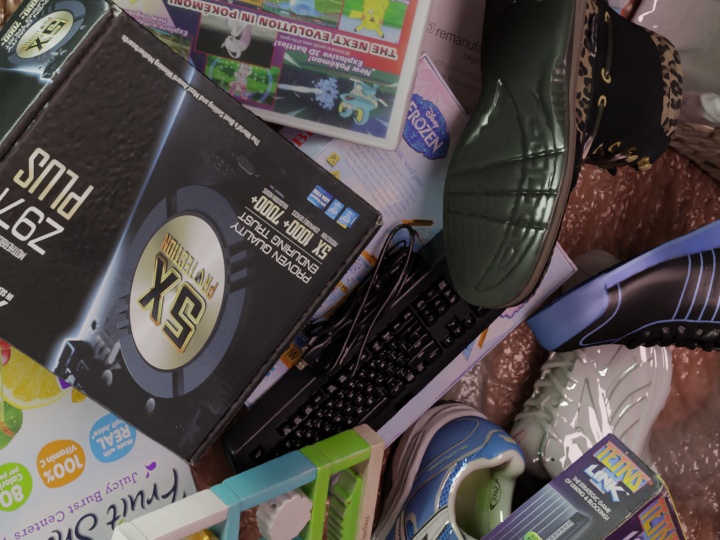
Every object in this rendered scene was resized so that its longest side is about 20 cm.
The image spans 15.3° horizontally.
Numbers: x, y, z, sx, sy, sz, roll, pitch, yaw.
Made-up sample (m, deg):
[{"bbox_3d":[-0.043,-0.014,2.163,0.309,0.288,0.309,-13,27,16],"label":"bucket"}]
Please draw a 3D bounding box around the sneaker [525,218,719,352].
[{"bbox_3d":[0.197,0.018,1.575,0.200,0.070,0.078,-23,86,-18],"label":"sneaker"}]

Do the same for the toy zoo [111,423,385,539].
[{"bbox_3d":[-0.077,0.170,1.468,0.200,0.020,0.131,-21,135,-33],"label":"toy zoo"}]

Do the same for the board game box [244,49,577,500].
[{"bbox_3d":[0.000,0.000,1.497,0.200,0.041,0.200,-42,132,-5],"label":"board game box"}]

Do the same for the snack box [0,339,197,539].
[{"bbox_3d":[-0.168,0.109,1.451,0.142,0.053,0.200,-26,109,-27],"label":"snack box"}]

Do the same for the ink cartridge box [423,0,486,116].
[{"bbox_3d":[0.035,-0.203,1.521,0.145,0.084,0.200,18,86,-33],"label":"ink cartridge box"}]

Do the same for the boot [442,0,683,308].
[{"bbox_3d":[0.120,-0.065,1.485,0.154,0.073,0.204,24,72,-55],"label":"boot"}]

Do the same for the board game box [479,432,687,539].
[{"bbox_3d":[0.121,0.211,1.577,0.165,0.057,0.200,-39,142,-12],"label":"board game box"}]

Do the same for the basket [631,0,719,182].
[{"bbox_3d":[0.289,-0.142,1.623,0.161,0.198,0.200,37,76,-32],"label":"basket"}]

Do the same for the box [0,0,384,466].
[{"bbox_3d":[-0.117,-0.027,1.335,0.200,0.086,0.164,38,91,-33],"label":"box"}]

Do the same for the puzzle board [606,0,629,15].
[{"bbox_3d":[0.152,-0.232,1.570,0.151,0.017,0.200,-3,107,-68],"label":"puzzle board"}]

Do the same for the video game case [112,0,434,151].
[{"bbox_3d":[-0.058,-0.164,1.367,0.200,0.023,0.182,14,122,0],"label":"video game case"}]

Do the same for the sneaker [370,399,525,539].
[{"bbox_3d":[0.041,0.178,1.577,0.076,0.077,0.200,14,91,-34],"label":"sneaker"}]

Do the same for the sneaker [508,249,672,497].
[{"bbox_3d":[0.131,0.088,1.625,0.099,0.078,0.200,-6,98,-28],"label":"sneaker"}]

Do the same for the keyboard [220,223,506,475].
[{"bbox_3d":[0.009,0.053,1.480,0.200,0.040,0.104,-44,133,-5],"label":"keyboard"}]
